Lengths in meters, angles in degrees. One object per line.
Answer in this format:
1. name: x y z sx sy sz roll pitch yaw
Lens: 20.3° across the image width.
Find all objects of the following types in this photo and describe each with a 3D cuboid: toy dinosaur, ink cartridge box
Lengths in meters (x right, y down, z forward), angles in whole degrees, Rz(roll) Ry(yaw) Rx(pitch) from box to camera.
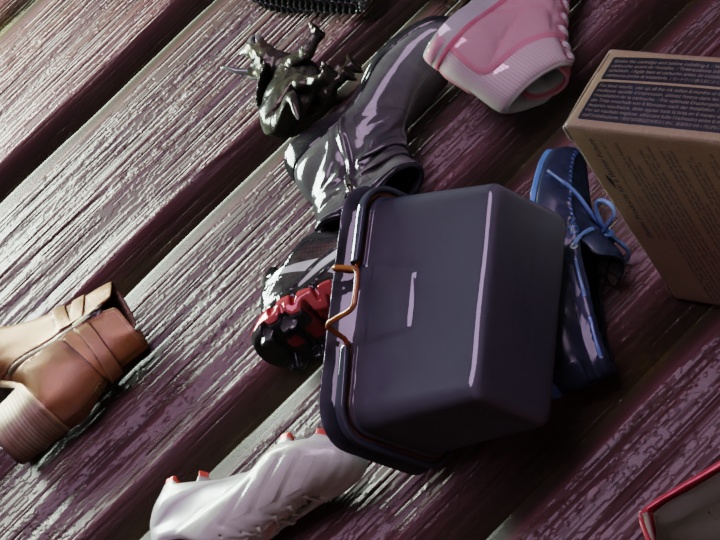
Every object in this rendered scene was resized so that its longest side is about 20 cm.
1. toy dinosaur: -0.055 -0.152 1.765 0.102 0.077 0.200 -44 28 18
2. ink cartridge box: 0.254 -0.055 1.352 0.164 0.200 0.075 12 62 42

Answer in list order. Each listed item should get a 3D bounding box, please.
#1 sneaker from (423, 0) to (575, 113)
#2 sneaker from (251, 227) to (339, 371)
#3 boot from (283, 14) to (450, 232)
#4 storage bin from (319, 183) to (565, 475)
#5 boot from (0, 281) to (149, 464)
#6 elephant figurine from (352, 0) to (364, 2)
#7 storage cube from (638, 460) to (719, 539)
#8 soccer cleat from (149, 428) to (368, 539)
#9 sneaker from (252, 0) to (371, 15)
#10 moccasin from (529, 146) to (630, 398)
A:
1. sneaker: 0.148 -0.198 1.669 0.105 0.076 0.200 40 53 12
2. sneaker: 0.000 0.000 1.597 0.199 0.071 0.098 -25 45 19
3. boot: 0.030 -0.111 1.673 0.200 0.070 0.132 -47 34 11
4. storage bin: 0.061 0.029 1.422 0.134 0.145 0.201 -14 62 45
5. boot: -0.279 0.057 1.754 0.155 0.077 0.200 -42 43 1
6. elephant figurine: 0.085 -0.304 1.765 0.154 0.142 0.200 13 18 3
7. storage cube: 0.288 0.197 1.118 0.170 0.180 0.200 -34 42 8
8. soccer cleat: -0.076 0.178 1.507 0.199 0.069 0.078 -21 48 32
9. sneaker: -0.039 -0.293 1.901 0.199 0.070 0.090 15 49 44
10. moccasin: 0.165 0.000 1.480 0.068 0.080 0.201 -10 63 25
